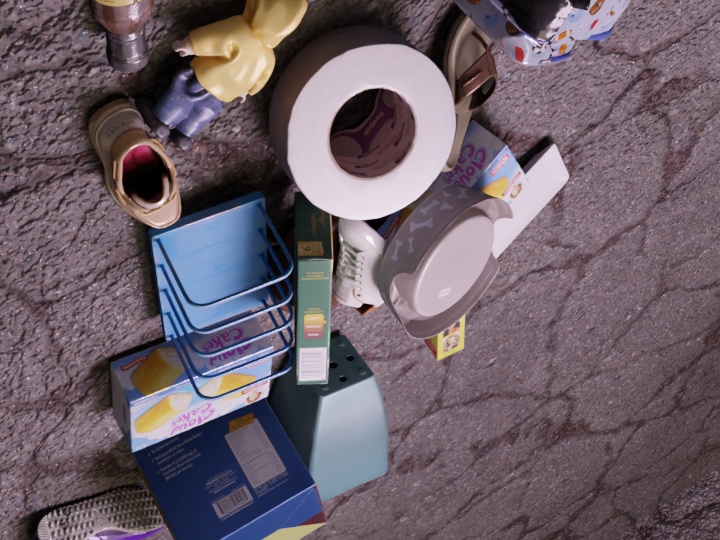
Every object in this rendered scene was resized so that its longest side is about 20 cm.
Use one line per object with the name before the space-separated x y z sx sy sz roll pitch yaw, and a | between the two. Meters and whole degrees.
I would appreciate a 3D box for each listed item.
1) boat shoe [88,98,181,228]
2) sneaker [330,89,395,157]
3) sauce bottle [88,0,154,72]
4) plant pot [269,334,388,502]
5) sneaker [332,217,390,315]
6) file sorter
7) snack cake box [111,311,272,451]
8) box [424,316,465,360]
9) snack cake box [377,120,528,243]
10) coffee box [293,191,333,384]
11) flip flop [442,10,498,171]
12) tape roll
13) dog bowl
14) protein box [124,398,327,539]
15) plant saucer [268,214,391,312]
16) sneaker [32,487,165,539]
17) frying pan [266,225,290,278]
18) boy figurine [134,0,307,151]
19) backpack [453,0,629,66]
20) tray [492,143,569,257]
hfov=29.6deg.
boat shoe | -0.226 -0.093 1.419 0.073 0.069 0.201 -33 151 -7
sneaker | 0.026 -0.145 1.594 0.200 0.075 0.099 -43 147 12
sauce bottle | -0.216 -0.261 1.208 0.064 0.065 0.201 -22 146 -21
plant pot | -0.045 0.201 1.944 0.140 0.142 0.202 -20 139 -25
sneaker | 0.000 0.000 1.672 0.085 0.073 0.201 -45 152 -10
file sorter | -0.152 0.037 1.571 0.137 0.123 0.201 -20 146 -16
snack cake box | -0.215 0.141 1.738 0.198 0.067 0.116 -21 146 -23
box | 0.113 0.041 1.939 0.050 0.076 0.201 -24 149 -13
snack cake box | 0.118 -0.078 1.747 0.201 0.067 0.115 -50 148 -1
coffee box | -0.056 0.022 1.592 0.043 0.124 0.202 0 131 -3
flip flop | 0.127 -0.210 1.565 0.081 0.057 0.203 1 104 -59
tape roll | 0.003 -0.160 1.483 0.197 0.066 0.203 -10 119 -19
dog bowl | 0.101 -0.015 1.663 0.199 0.058 0.202 -35 147 -27
protein box | -0.182 0.287 1.853 0.197 0.201 0.136 -28 149 -11
plant saucer | -0.029 -0.018 1.724 0.199 0.034 0.202 -34 148 -24
sneaker | -0.372 0.367 1.915 0.198 0.070 0.100 -5 145 -34
frying pan | -0.131 -0.028 1.649 0.114 0.031 0.191 -30 152 -13
boy figurine | -0.137 -0.212 1.355 0.200 0.065 0.124 -46 148 15
backpack | 0.201 -0.311 1.444 0.189 0.201 0.155 -16 150 -40
tray | 0.206 -0.084 1.879 0.200 0.022 0.107 -47 149 -3
